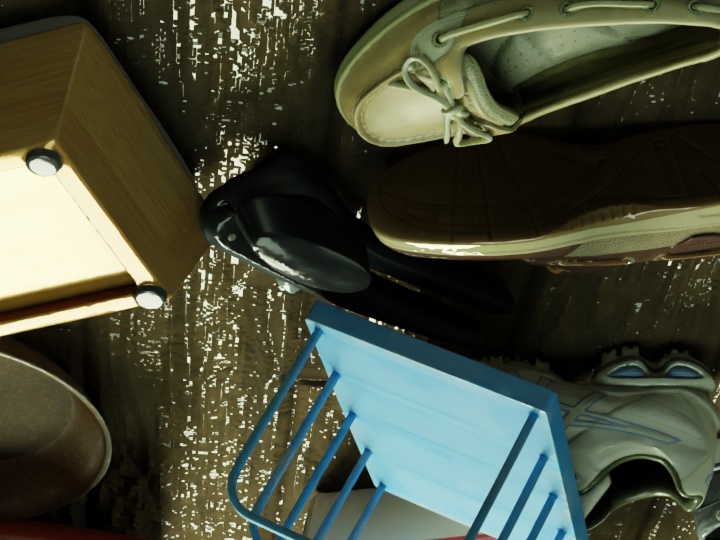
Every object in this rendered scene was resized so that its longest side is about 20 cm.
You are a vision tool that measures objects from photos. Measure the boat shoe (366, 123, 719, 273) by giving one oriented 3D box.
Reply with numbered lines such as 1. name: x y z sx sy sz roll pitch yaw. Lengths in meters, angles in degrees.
1. boat shoe: 0.105 -0.024 0.953 0.199 0.072 0.072 -8 141 1

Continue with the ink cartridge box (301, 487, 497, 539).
1. ink cartridge box: 0.052 0.240 1.219 0.146 0.083 0.200 -8 112 10

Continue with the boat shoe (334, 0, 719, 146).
1. boat shoe: 0.077 -0.096 0.862 0.200 0.063 0.073 -17 139 22

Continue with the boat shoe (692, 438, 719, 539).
1. boat shoe: 0.298 0.130 1.149 0.199 0.068 0.072 -8 142 11

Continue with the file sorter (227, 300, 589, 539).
1. file sorter: 0.027 0.135 1.010 0.139 0.123 0.200 20 154 23

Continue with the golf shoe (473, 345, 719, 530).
1. golf shoe: 0.106 0.103 1.096 0.199 0.097 0.078 -8 144 14

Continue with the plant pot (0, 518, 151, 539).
1. plant pot: -0.235 0.248 1.191 0.176 0.200 0.200 20 164 -3

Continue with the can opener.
1. can opener: 0.000 0.000 0.994 0.063 0.079 0.200 -36 139 28

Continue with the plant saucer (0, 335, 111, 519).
1. plant saucer: -0.246 0.085 1.129 0.200 0.037 0.201 1 143 1

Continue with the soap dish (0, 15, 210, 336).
1. soap dish: -0.190 -0.033 0.936 0.200 0.081 0.157 -12 141 15
